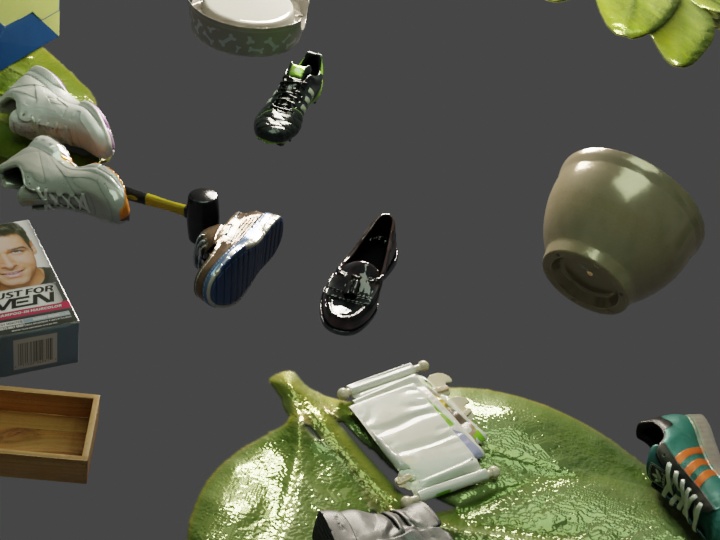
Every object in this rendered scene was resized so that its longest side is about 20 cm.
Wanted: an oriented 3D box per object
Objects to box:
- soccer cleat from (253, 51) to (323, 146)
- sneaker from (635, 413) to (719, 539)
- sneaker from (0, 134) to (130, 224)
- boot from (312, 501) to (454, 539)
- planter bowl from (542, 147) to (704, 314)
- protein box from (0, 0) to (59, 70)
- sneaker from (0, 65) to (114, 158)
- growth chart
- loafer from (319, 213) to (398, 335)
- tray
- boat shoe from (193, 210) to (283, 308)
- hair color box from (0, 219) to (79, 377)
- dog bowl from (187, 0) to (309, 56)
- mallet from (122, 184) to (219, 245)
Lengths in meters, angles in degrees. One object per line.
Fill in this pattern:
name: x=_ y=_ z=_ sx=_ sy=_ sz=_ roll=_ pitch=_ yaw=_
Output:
soccer cleat: x=-0.101 y=-0.246 z=2.016 sx=0.067 sy=0.082 sz=0.201 roll=16 pitch=36 yaw=9
sneaker: x=0.343 y=0.226 z=1.492 sx=0.079 sy=0.072 sz=0.201 roll=0 pitch=31 yaw=-6
sneaker: x=-0.370 y=-0.095 z=1.759 sx=0.199 sy=0.076 sz=0.092 roll=26 pitch=45 yaw=33
boot: x=0.044 y=0.291 z=1.326 sx=0.130 sy=0.070 sz=0.201 roll=0 pitch=41 yaw=-23
planter bowl: x=0.305 y=-0.033 z=1.754 sx=0.199 sy=0.201 sz=0.135 roll=26 pitch=65 yaw=21
protein box: x=-0.574 y=-0.396 z=2.058 sx=0.198 sy=0.136 sz=0.199 roll=23 pitch=38 yaw=17
sneaker: x=-0.405 y=-0.193 z=1.894 sx=0.099 sy=0.075 sz=0.199 roll=-39 pitch=56 yaw=-25
growth chart: x=0.066 y=0.171 z=1.537 sx=0.143 sy=0.018 sz=0.200 roll=-9 pitch=40 yaw=-26
loafer: x=0.000 y=0.000 z=1.716 sx=0.071 sy=0.064 sz=0.201 roll=16 pitch=36 yaw=9
tray: x=-0.367 y=0.161 z=1.426 sx=0.197 sy=0.037 sz=0.099 roll=7 pitch=35 yaw=-6
boat shoe: x=-0.161 y=-0.015 z=1.701 sx=0.072 sy=0.073 sz=0.200 roll=14 pitch=25 yaw=14
hair color box: x=-0.390 y=0.028 z=1.581 sx=0.098 sy=0.061 sz=0.200 roll=-10 pitch=40 yaw=-26
dog bowl: x=-0.178 y=-0.402 z=2.233 sx=0.197 sy=0.059 sz=0.201 roll=7 pitch=36 yaw=-5
mallet: x=-0.262 y=-0.079 z=1.791 sx=0.198 sy=0.067 sz=0.041 roll=10 pitch=31 yaw=27
